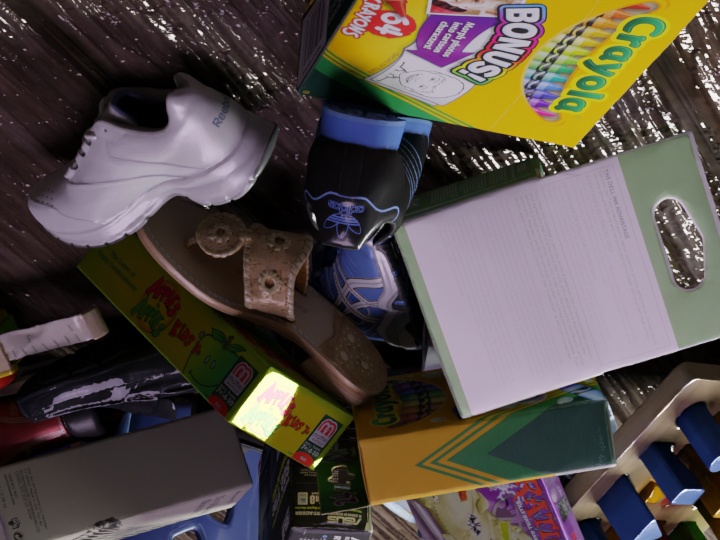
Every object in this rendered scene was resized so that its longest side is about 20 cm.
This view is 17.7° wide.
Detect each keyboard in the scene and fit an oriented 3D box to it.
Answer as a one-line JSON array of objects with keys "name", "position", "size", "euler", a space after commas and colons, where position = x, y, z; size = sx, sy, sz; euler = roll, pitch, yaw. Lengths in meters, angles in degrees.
[{"name": "keyboard", "position": [-0.254, 0.082, 1.786], "size": [0.199, 0.011, 0.056], "euler": [-14, -169, 12]}]

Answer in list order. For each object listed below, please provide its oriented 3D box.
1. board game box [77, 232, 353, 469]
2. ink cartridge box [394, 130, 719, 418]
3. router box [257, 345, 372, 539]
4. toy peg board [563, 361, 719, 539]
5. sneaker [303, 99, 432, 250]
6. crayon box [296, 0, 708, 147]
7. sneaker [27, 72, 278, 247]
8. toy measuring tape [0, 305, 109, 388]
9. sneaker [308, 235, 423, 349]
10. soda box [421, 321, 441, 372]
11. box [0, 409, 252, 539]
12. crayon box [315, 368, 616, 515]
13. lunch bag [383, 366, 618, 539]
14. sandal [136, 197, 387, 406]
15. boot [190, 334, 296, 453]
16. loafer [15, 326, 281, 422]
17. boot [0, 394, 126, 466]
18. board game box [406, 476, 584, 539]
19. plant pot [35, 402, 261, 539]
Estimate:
[{"name": "board game box", "position": [-0.101, 0.048, 1.574], "size": [0.200, 0.048, 0.101], "euler": [41, -176, 41]}, {"name": "ink cartridge box", "position": [0.134, -0.002, 1.483], "size": [0.199, 0.048, 0.146], "euler": [-18, 109, 7]}, {"name": "router box", "position": [-0.037, 0.170, 1.729], "size": [0.062, 0.151, 0.200], "euler": [4, 147, -8]}, {"name": "toy peg board", "position": [0.262, 0.177, 1.740], "size": [0.198, 0.098, 0.200], "euler": [8, 130, -47]}, {"name": "sneaker", "position": [0.000, -0.056, 1.353], "size": [0.070, 0.078, 0.200], "euler": [12, -174, 7]}, {"name": "crayon box", "position": [0.075, -0.145, 1.252], "size": [0.171, 0.059, 0.200], "euler": [11, 156, -14]}, {"name": "sneaker", "position": [-0.143, -0.077, 1.450], "size": [0.199, 0.075, 0.087], "euler": [-20, 129, 38]}, {"name": "toy measuring tape", "position": [-0.259, 0.049, 1.730], "size": [0.199, 0.074, 0.073], "euler": [-16, 149, 30]}, {"name": "sneaker", "position": [0.000, 0.000, 1.567], "size": [0.076, 0.076, 0.200], "euler": [2, 151, 7]}, {"name": "soda box", "position": [0.082, 0.020, 1.616], "size": [0.068, 0.064, 0.200], "euler": [3, 157, -1]}, {"name": "box", "position": [-0.191, 0.169, 1.774], "size": [0.199, 0.069, 0.082], "euler": [-14, 166, -20]}, {"name": "crayon box", "position": [0.064, 0.107, 1.569], "size": [0.199, 0.052, 0.126], "euler": [-10, -165, -1]}, {"name": "lunch bag", "position": [0.112, 0.148, 1.823], "size": [0.168, 0.128, 0.200], "euler": [-6, 160, 17]}, {"name": "sandal", "position": [-0.047, 0.003, 1.520], "size": [0.211, 0.078, 0.070], "euler": [40, 126, -22]}, {"name": "boot", "position": [-0.041, 0.101, 1.807], "size": [0.199, 0.070, 0.174], "euler": [10, 155, -9]}, {"name": "loafer", "position": [-0.153, 0.080, 1.696], "size": [0.199, 0.071, 0.068], "euler": [-17, -165, -1]}, {"name": "boot", "position": [-0.245, 0.112, 1.828], "size": [0.143, 0.073, 0.200], "euler": [-18, -173, -1]}, {"name": "board game box", "position": [0.095, 0.175, 1.703], "size": [0.119, 0.032, 0.201], "euler": [-14, 111, 27]}, {"name": "plant pot", "position": [-0.202, 0.206, 1.919], "size": [0.179, 0.201, 0.199], "euler": [28, 148, -32]}]
